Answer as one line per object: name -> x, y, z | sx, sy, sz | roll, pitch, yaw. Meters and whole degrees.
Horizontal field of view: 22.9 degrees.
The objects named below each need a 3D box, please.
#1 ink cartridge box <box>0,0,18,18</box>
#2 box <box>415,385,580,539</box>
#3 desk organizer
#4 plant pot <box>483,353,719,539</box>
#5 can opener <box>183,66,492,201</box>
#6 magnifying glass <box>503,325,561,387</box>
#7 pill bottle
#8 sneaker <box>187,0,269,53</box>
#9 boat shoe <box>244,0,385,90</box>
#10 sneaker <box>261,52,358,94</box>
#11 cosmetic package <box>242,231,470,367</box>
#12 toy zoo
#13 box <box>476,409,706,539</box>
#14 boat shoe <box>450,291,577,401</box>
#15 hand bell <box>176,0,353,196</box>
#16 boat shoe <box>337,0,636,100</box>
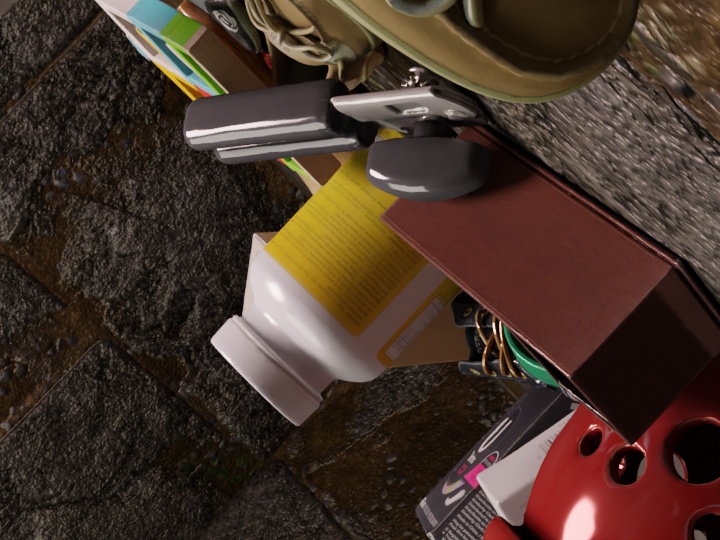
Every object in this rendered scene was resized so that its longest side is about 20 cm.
ink cartridge box -> -0.221, -0.224, 0.983 | 0.146, 0.200, 0.147 | 44, 179, -15
box -> 0.148, 0.154, 1.350 | 0.106, 0.200, 0.122 | 44, 178, -3
desk organizer -> 0.098, 0.001, 0.932 | 0.072, 0.077, 0.200 | 45, 178, -38
plant pot -> 0.178, 0.150, 0.975 | 0.200, 0.182, 0.200 | 46, 180, 0
can opener -> -0.017, -0.076, 0.988 | 0.199, 0.067, 0.053 | 3, 165, 39
magnifying glass -> 0.098, -0.006, 1.015 | 0.022, 0.079, 0.200 | 53, -177, -43
pill bottle -> 0.000, 0.000, 1.148 | 0.112, 0.200, 0.112 | 44, 178, 2
sneaker -> -0.092, -0.180, 1.159 | 0.115, 0.075, 0.200 | 42, 178, -6
boat shoe -> -0.031, -0.132, 0.994 | 0.073, 0.063, 0.201 | 44, 179, 5
sneaker -> -0.020, -0.119, 1.324 | 0.200, 0.073, 0.077 | 50, -163, -18
cosmetic package -> 0.024, 0.018, 1.312 | 0.199, 0.071, 0.105 | -3, -153, -28
toy zoo -> -0.101, -0.127, 1.146 | 0.131, 0.020, 0.200 | 45, 174, -32
box -> 0.199, 0.192, 1.229 | 0.201, 0.152, 0.106 | 58, 179, -6
boat shoe -> 0.099, 0.044, 1.092 | 0.200, 0.090, 0.071 | -8, -88, -82
hand bell -> -0.053, -0.118, 1.251 | 0.200, 0.104, 0.104 | 46, 178, -3
boat shoe -> 0.002, -0.113, 0.386 | 0.201, 0.073, 0.063 | 53, 176, -26
